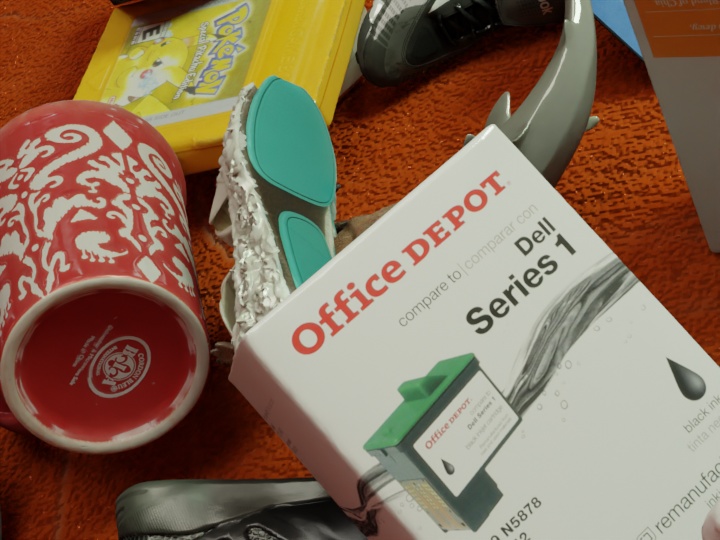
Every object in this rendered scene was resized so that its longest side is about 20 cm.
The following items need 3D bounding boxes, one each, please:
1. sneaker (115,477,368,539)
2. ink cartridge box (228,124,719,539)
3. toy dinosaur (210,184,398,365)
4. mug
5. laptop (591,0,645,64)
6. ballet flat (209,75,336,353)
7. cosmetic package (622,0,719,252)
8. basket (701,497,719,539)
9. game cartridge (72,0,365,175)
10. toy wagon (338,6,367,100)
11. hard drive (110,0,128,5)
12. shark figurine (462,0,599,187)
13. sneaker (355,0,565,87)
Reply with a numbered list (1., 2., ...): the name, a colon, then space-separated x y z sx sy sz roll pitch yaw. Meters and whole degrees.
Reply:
1. sneaker: -0.016 0.152 0.667 0.199 0.076 0.115 -4 68 6
2. ink cartridge box: 0.062 0.063 0.608 0.146 0.084 0.200 -41 84 -15
3. toy dinosaur: 0.000 0.000 0.791 0.199 0.086 0.136 -15 45 21
4. mug: -0.151 0.022 0.834 0.133 0.178 0.200 -5 29 -14
5. laptop: 0.223 -0.208 0.844 0.200 0.116 0.187 12 57 39
6. ballet flat: -0.048 -0.018 0.731 0.072 0.072 0.200 -21 44 12
7. cosmetic package: 0.195 -0.097 0.683 0.101 0.200 0.071 2 51 33
8. basket: 0.243 0.111 0.448 0.198 0.200 0.161 21 60 43
9. game cartridge: -0.099 -0.134 0.971 0.199 0.032 0.177 -11 45 25
10. toy wagon: -0.091 -0.141 1.028 0.199 0.040 0.156 -15 43 20
11. hard drive: -0.129 -0.228 1.064 0.134 0.042 0.200 -17 13 -9
12. shark figurine: 0.081 -0.085 0.775 0.128 0.089 0.215 33 107 36
13. sneaker: 0.087 -0.182 0.939 0.200 0.067 0.090 -38 38 -11
